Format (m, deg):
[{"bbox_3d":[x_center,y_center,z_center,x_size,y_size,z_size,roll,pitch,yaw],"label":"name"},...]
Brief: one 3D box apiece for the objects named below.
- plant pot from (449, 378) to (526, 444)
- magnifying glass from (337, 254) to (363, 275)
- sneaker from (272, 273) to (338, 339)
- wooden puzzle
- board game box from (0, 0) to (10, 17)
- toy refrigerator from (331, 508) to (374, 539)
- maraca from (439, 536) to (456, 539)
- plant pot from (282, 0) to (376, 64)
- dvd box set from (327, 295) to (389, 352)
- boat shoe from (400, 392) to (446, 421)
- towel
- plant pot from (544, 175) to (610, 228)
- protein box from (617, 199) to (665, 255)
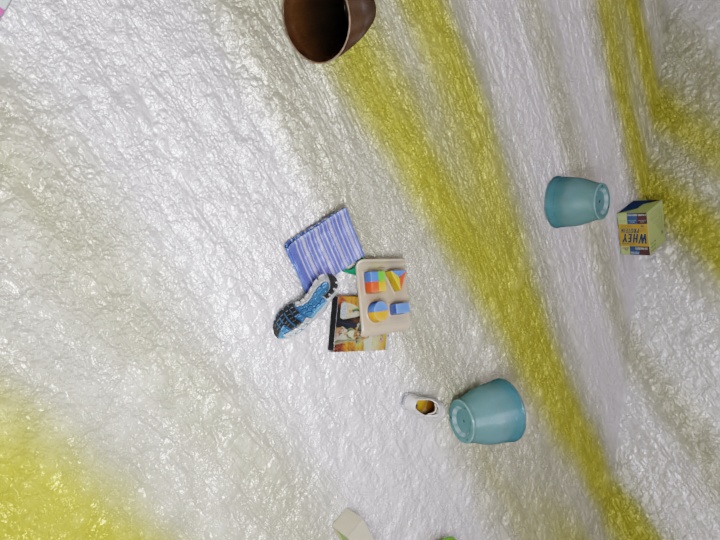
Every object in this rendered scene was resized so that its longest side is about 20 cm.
[{"bbox_3d":[0.394,0.467,1.700,0.184,0.199,0.205,-6,98,-25],"label":"plant pot"},{"bbox_3d":[0.000,0.000,1.421,0.200,0.022,0.080,47,65,-32],"label":"magnifying glass"},{"bbox_3d":[-0.126,0.101,1.289,0.199,0.075,0.087,-41,160,-14],"label":"sneaker"},{"bbox_3d":[0.072,0.070,1.435,0.183,0.046,0.205,-2,89,-42],"label":"wooden puzzle"},{"bbox_3d":[-0.633,-0.470,0.792,0.198,0.064,0.150,29,75,-38],"label":"board game box"},{"bbox_3d":[-0.001,0.759,1.453,0.070,0.075,0.203,-40,119,-31],"label":"toy refrigerator"},{"bbox_3d":[0.251,0.941,1.671,0.200,0.106,0.138,-43,110,-26],"label":"maraca"},{"bbox_3d":[-0.051,-0.600,1.234,0.200,0.184,0.190,-42,120,-47],"label":"plant pot"},{"bbox_3d":[0.002,0.144,1.427,0.197,0.029,0.150,6,90,-41],"label":"dvd box set"},{"bbox_3d":[0.209,0.420,1.608,0.199,0.069,0.072,32,73,-38],"label":"boat shoe"},{"bbox_3d":[-0.086,-0.050,1.320,0.199,0.024,0.147,-35,117,-25],"label":"towel"},{"bbox_3d":[0.835,-0.263,2.018,0.197,0.186,0.205,-4,97,-40],"label":"plant pot"},{"bbox_3d":[1.320,-0.203,2.485,0.197,0.133,0.204,-28,111,-37],"label":"protein box"}]
